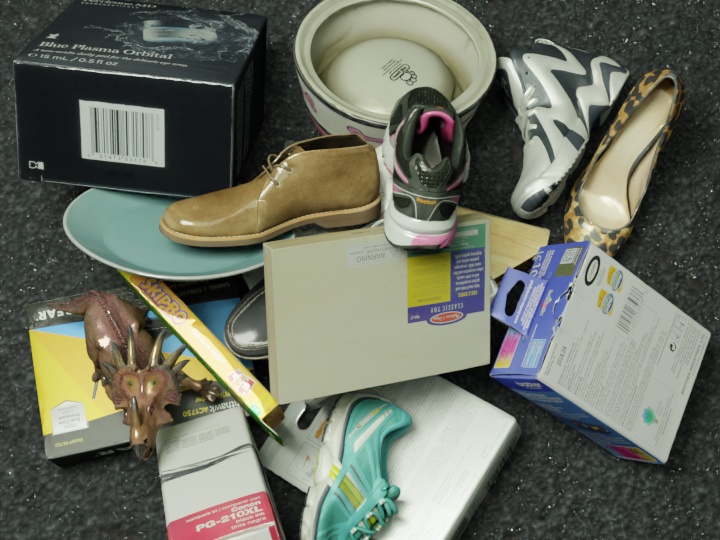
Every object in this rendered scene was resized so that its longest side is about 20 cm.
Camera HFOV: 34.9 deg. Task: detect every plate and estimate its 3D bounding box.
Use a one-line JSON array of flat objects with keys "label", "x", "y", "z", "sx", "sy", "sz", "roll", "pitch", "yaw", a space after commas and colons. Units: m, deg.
[{"label": "plate", "x": -0.156, "y": -0.033, "z": 0.992, "sx": 0.198, "sy": 0.026, "sz": 0.201, "roll": 6, "pitch": 29, "yaw": -3}]

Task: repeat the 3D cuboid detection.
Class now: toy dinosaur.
[{"label": "toy dinosaur", "x": -0.200, "y": 0.068, "z": 0.975, "sx": 0.086, "sy": 0.136, "sz": 0.200, "roll": -39, "pitch": 69, "yaw": -9}]

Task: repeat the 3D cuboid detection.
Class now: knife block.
[{"label": "knife block", "x": 0.058, "y": -0.041, "z": 1.108, "sx": 0.199, "sy": 0.064, "sz": 0.176, "roll": -29, "pitch": 76, "yaw": -5}]

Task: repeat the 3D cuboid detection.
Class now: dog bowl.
[{"label": "dog bowl", "x": 0.031, "y": -0.190, "z": 1.130, "sx": 0.198, "sy": 0.074, "sz": 0.201, "roll": 3, "pitch": 52, "yaw": -3}]

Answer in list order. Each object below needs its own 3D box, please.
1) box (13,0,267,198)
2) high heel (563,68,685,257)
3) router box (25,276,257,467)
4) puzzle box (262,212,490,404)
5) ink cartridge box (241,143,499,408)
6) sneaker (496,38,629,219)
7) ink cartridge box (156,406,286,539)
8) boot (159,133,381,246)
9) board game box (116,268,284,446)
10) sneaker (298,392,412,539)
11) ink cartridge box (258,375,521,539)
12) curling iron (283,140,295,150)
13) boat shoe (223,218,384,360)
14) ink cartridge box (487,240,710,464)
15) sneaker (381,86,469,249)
[{"label": "box", "x": -0.198, "y": -0.166, "z": 1.073, "sx": 0.195, "sy": 0.118, "sz": 0.200, "roll": 6, "pitch": 29, "yaw": 1}, {"label": "high heel", "x": 0.247, "y": -0.093, "z": 1.088, "sx": 0.071, "sy": 0.143, "sz": 0.201, "roll": 24, "pitch": 73, "yaw": 7}, {"label": "router box", "x": -0.201, "y": 0.088, "z": 1.074, "sx": 0.198, "sy": 0.051, "sz": 0.150, "roll": -12, "pitch": 73, "yaw": -6}, {"label": "puzzle box", "x": 0.018, "y": 0.030, "z": 0.954, "sx": 0.198, "sy": 0.025, "sz": 0.134, "roll": -8, "pitch": 108, "yaw": -22}, {"label": "ink cartridge box", "x": 0.000, "y": 0.000, "z": 1.046, "sx": 0.199, "sy": 0.045, "sz": 0.177, "roll": -29, "pitch": 76, "yaw": 0}, {"label": "sneaker", "x": 0.169, "y": -0.153, "z": 1.142, "sx": 0.129, "sy": 0.080, "sz": 0.200, "roll": 31, "pitch": 74, "yaw": 10}, {"label": "ink cartridge box", "x": -0.104, "y": 0.223, "z": 0.934, "sx": 0.084, "sy": 0.200, "sz": 0.146, "roll": -17, "pitch": 112, "yaw": -7}, {"label": "boot", "x": -0.076, "y": -0.072, "z": 0.974, "sx": 0.199, "sy": 0.076, "sz": 0.074, "roll": -13, "pitch": 37, "yaw": -20}, {"label": "board game box", "x": -0.132, "y": 0.072, "z": 1.003, "sx": 0.030, "sy": 0.096, "sz": 0.200, "roll": -41, "pitch": 80, "yaw": -10}, {"label": "sneaker", "x": -0.007, "y": 0.202, "z": 0.991, "sx": 0.079, "sy": 0.078, "sz": 0.201, "roll": 11, "pitch": 68, "yaw": 9}, {"label": "ink cartridge box", "x": 0.025, "y": 0.165, "z": 1.066, "sx": 0.199, "sy": 0.047, "sz": 0.161, "roll": 27, "pitch": 74, "yaw": 25}, {"label": "curling iron", "x": -0.068, "y": -0.036, "z": 1.132, "sx": 0.049, "sy": 0.026, "sz": 0.202, "roll": 5, "pitch": 66, "yaw": -21}, {"label": "boat shoe", "x": -0.036, "y": 0.010, "z": 0.993, "sx": 0.199, "sy": 0.063, "sz": 0.073, "roll": -29, "pitch": 76, "yaw": 0}, {"label": "ink cartridge box", "x": 0.206, "y": 0.066, "z": 1.026, "sx": 0.199, "sy": 0.076, "sz": 0.137, "roll": 34, "pitch": 71, "yaw": -25}, {"label": "sneaker", "x": 0.063, "y": -0.106, "z": 0.957, "sx": 0.080, "sy": 0.087, "sz": 0.201, "roll": 6, "pitch": 38, "yaw": -6}]
